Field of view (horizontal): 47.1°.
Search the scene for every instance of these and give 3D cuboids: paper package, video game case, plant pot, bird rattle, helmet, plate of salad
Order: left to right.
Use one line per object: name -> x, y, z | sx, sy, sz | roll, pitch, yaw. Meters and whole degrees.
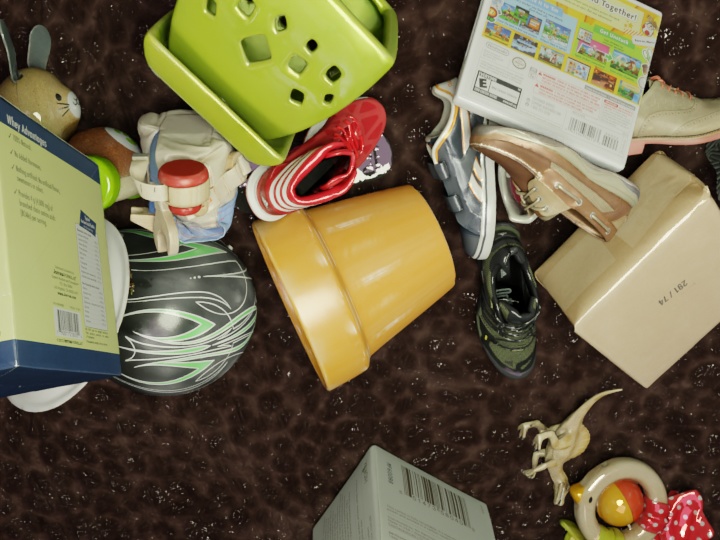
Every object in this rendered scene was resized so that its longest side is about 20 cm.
plate of salad -> -0.297, 0.043, 0.835 | 0.199, 0.202, 0.048 | -39, 143, 14
helmet -> -0.215, 0.045, 0.934 | 0.186, 0.200, 0.205 | 13, 113, 12
plant pot -> -0.089, -0.235, 0.816 | 0.199, 0.200, 0.181 | 41, 113, -17
plant pot -> 0.000, 0.000, 0.923 | 0.180, 0.200, 0.204 | -26, 112, -8
video game case -> 0.209, -0.224, 0.868 | 0.196, 0.023, 0.186 | 20, 79, -9
bird rattle -> 0.359, 0.328, 1.099 | 0.196, 0.113, 0.166 | -24, 105, 6
paper package -> 0.332, 0.005, 0.939 | 0.189, 0.104, 0.200 | 33, 108, -36

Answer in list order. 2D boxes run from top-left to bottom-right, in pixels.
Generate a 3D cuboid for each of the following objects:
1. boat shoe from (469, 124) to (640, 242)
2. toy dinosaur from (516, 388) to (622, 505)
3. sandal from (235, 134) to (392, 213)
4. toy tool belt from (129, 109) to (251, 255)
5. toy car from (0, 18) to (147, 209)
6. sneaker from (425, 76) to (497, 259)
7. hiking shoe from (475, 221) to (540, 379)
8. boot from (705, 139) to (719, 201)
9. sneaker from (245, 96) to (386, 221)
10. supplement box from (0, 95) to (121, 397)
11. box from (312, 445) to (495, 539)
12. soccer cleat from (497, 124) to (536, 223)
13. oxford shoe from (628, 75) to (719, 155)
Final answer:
boat shoe -> 0.196, -0.088, 0.847 | 0.196, 0.076, 0.073 | 23, 93, -13
toy dinosaur -> 0.263, 0.219, 1.088 | 0.098, 0.059, 0.204 | 2, 121, -18
sandal -> -0.059, -0.113, 0.941 | 0.195, 0.045, 0.077 | -14, 112, 4
toy tool belt -> -0.169, -0.074, 0.826 | 0.121, 0.201, 0.126 | -2, 119, -9
toy car -> -0.318, -0.159, 0.866 | 0.154, 0.164, 0.205 | -14, 100, 4
sneaker -> 0.111, -0.114, 0.929 | 0.077, 0.079, 0.206 | -2, 102, -5
hiking shoe -> 0.175, 0.052, 0.983 | 0.074, 0.101, 0.205 | -12, 112, 4
boot -> 0.481, -0.060, 0.917 | 0.198, 0.167, 0.066 | 37, 126, -16
sneaker -> -0.016, -0.116, 0.845 | 0.200, 0.114, 0.079 | -46, 118, -28
supplement box -> -0.305, -0.006, 0.684 | 0.131, 0.200, 0.205 | -10, 80, 3
box -> 0.056, 0.382, 1.061 | 0.196, 0.201, 0.173 | 29, 111, -14
soccer cleat -> 0.182, -0.149, 0.903 | 0.068, 0.086, 0.205 | 1, 114, 22
oxford shoe -> 0.344, -0.178, 0.913 | 0.194, 0.071, 0.077 | -11, 107, 2
